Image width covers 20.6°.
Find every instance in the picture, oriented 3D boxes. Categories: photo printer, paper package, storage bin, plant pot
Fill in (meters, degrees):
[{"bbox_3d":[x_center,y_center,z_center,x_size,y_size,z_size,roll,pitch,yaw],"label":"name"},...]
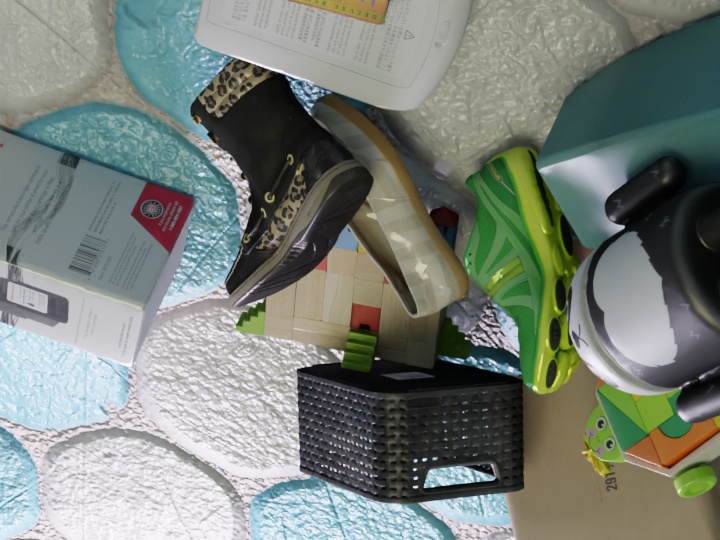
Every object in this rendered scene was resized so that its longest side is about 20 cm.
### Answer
[{"bbox_3d":[-0.015,-0.215,1.497,0.200,0.069,0.166,19,130,2],"label":"photo printer"},{"bbox_3d":[0.218,0.170,1.660,0.191,0.200,0.103,-23,160,32],"label":"paper package"},{"bbox_3d":[0.040,0.131,1.674,0.135,0.200,0.094,-3,94,-24],"label":"storage bin"},{"bbox_3d":[0.244,-0.093,1.478,0.200,0.141,0.141,-11,126,35],"label":"plant pot"}]

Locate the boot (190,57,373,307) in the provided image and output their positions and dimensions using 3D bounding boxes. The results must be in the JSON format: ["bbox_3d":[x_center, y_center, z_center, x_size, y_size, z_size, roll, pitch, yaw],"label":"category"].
[{"bbox_3d":[-0.082,-0.074,1.604,0.151,0.073,0.200,56,141,14],"label":"boot"}]

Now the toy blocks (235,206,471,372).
[{"bbox_3d":[0.000,0.000,1.679,0.200,0.100,0.137,10,121,8],"label":"toy blocks"}]

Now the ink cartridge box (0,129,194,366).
[{"bbox_3d":[-0.262,-0.023,1.696,0.200,0.145,0.083,19,135,1],"label":"ink cartridge box"}]

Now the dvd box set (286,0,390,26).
[{"bbox_3d":[-0.028,-0.288,1.404,0.146,0.029,0.200,15,104,3],"label":"dvd box set"}]

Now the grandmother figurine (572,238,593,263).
[{"bbox_3d":[0.218,0.000,1.604,0.200,0.061,0.121,0,103,27],"label":"grandmother figurine"}]

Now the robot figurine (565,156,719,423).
[{"bbox_3d":[0.230,0.014,1.394,0.125,0.150,0.200,30,147,-17],"label":"robot figurine"}]

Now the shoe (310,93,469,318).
[{"bbox_3d":[0.014,-0.052,1.595,0.200,0.053,0.070,56,157,1],"label":"shoe"}]

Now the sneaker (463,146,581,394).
[{"bbox_3d":[0.130,0.004,1.585,0.084,0.200,0.074,-17,163,33],"label":"sneaker"}]

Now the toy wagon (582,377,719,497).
[{"bbox_3d":[0.238,0.096,1.527,0.040,0.155,0.200,12,138,-43],"label":"toy wagon"}]
